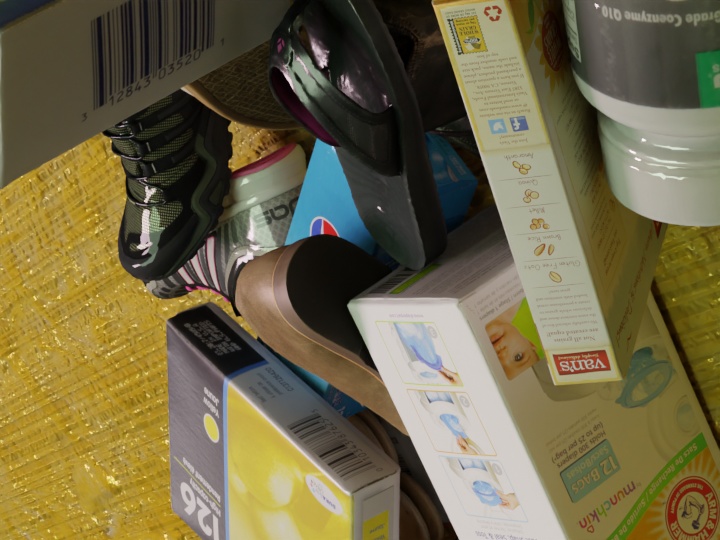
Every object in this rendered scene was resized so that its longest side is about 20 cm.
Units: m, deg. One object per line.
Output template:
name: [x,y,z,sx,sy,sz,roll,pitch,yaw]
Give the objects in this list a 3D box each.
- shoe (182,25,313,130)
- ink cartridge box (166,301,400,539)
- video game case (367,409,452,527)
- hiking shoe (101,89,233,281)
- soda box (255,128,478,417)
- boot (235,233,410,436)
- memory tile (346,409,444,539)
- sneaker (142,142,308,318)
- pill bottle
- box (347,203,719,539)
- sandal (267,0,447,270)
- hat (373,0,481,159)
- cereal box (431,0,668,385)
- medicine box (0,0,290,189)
shoe: [-0.088,-0.129,1.310,0.070,0.200,0.053,-52,43,24]
ink cartridge box: [-0.047,0.149,1.432,0.198,0.047,0.200,37,136,43]
video game case: [0.058,0.085,1.428,0.200,0.017,0.143,-10,109,60]
hiking shoe: [-0.124,-0.090,1.390,0.076,0.101,0.200,35,117,51]
soda box: [0.000,0.000,1.362,0.068,0.064,0.200,53,148,26]
boot: [0.018,0.050,1.308,0.200,0.074,0.075,40,154,-24]
memory tile: [-0.019,0.123,1.564,0.153,0.017,0.200,57,158,2]
sneaker: [-0.074,-0.005,1.486,0.200,0.074,0.088,-32,85,57]
pill bottle: [0.136,-0.126,1.000,0.113,0.113,0.200,27,139,43]
box: [0.099,0.076,1.256,0.101,0.112,0.200,-1,118,57]
sandal: [-0.007,-0.074,1.176,0.075,0.048,0.201,31,150,47]
hat: [0.028,-0.120,1.207,0.201,0.081,0.201,38,145,33]
cereal box: [0.090,-0.070,1.089,0.039,0.144,0.200,-5,122,22]
medicine box: [-0.164,-0.164,1.179,0.200,0.182,0.103,39,146,28]
